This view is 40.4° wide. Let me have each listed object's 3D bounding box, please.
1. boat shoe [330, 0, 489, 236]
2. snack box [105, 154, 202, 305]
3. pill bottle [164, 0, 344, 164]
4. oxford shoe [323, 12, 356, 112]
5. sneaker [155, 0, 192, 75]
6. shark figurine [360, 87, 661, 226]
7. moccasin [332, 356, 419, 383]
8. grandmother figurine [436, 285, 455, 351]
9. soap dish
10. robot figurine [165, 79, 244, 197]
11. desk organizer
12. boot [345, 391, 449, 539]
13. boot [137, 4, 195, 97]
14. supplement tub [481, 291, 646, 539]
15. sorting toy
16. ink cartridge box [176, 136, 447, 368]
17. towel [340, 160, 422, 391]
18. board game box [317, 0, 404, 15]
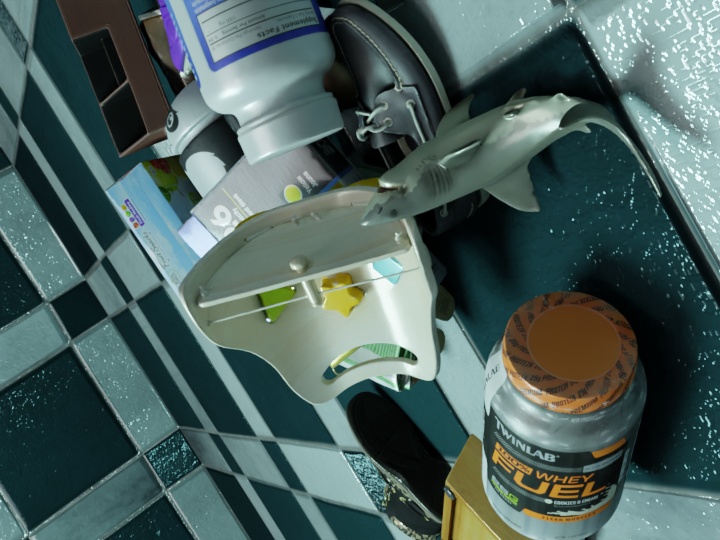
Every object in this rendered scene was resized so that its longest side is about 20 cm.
[{"bbox_3d":[0.030,-0.116,0.763,0.201,0.063,0.072,56,157,-21],"label":"boat shoe"},{"bbox_3d":[-0.208,-0.059,1.225,0.170,0.067,0.200,56,-162,-2],"label":"snack box"},{"bbox_3d":[-0.085,-0.191,0.756,0.112,0.111,0.202,-8,105,66],"label":"pill bottle"},{"bbox_3d":[-0.045,-0.160,0.866,0.073,0.084,0.200,58,156,2],"label":"oxford shoe"},{"bbox_3d":[-0.175,-0.286,0.957,0.099,0.070,0.201,35,145,9],"label":"sneaker"},{"bbox_3d":[0.113,-0.075,0.673,0.213,0.128,0.090,-14,119,43],"label":"shark figurine"},{"bbox_3d":[-0.001,0.072,1.080,0.201,0.073,0.079,35,119,42],"label":"moccasin"},{"bbox_3d":[0.003,0.034,0.999,0.198,0.123,0.060,6,156,43],"label":"grandmother figurine"},{"bbox_3d":[0.157,0.285,1.057,0.157,0.081,0.201,44,156,29],"label":"soap dish"},{"bbox_3d":[-0.120,-0.113,1.027,0.150,0.125,0.201,-36,88,33],"label":"robot figurine"},{"bbox_3d":[-0.280,-0.240,1.125,0.072,0.076,0.202,158,90,-82],"label":"desk organizer"},{"bbox_3d":[0.050,0.262,1.268,0.200,0.073,0.151,43,155,18],"label":"boot"},{"bbox_3d":[-0.179,-0.204,1.109,0.202,0.064,0.186,65,170,-11],"label":"boot"},{"bbox_3d":[0.157,0.117,0.770,0.122,0.122,0.201,40,153,34],"label":"supplement tub"},{"bbox_3d":[-0.017,0.035,0.813,0.107,0.197,0.181,-81,-28,-55],"label":"sorting toy"},{"bbox_3d":[-0.056,-0.012,0.884,0.198,0.047,0.200,47,122,-4],"label":"ink cartridge box"},{"bbox_3d":[0.000,0.000,0.937,0.152,0.023,0.203,18,111,46],"label":"towel"},{"bbox_3d":[-0.050,-0.279,0.784,0.199,0.028,0.136,27,144,51],"label":"board game box"}]
